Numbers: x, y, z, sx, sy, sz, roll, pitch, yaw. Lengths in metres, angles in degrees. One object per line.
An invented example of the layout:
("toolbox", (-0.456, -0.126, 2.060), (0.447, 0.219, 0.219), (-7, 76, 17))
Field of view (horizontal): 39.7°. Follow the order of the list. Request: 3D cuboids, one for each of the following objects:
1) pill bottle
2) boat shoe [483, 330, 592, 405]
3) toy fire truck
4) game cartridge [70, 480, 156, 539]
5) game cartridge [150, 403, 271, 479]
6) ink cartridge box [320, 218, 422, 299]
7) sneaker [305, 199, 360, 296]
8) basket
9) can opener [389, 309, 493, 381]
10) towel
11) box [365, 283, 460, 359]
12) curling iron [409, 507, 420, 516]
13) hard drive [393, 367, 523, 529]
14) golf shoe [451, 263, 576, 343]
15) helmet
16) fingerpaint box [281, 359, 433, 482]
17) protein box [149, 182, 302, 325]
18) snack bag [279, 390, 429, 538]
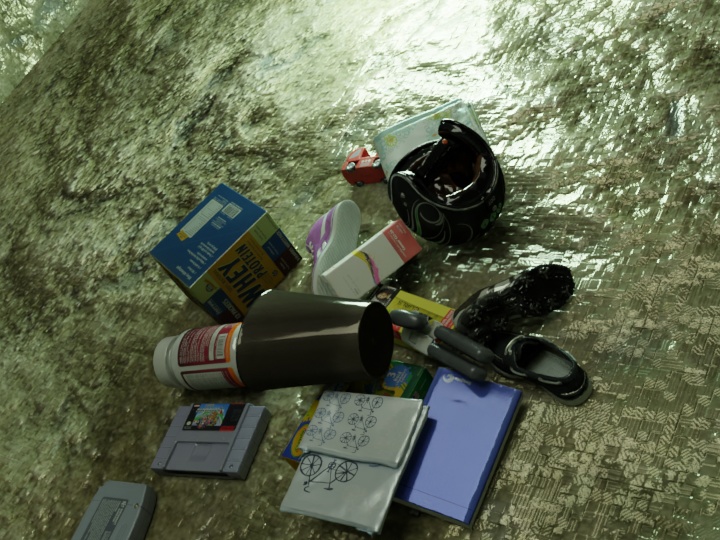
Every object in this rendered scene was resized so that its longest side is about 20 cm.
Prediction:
("pill bottle", (-0.259, 0.152, 1.741), (0.198, 0.110, 0.110), (-8, 46, 32))
("boat shoe", (0.243, 0.122, 1.417), (0.199, 0.060, 0.076), (21, 65, 48))
("toy fire truck", (0.068, -0.236, 1.930), (0.198, 0.049, 0.142), (-3, 49, 37))
("game cartridge", (-0.415, 0.441, 1.629), (0.132, 0.042, 0.201), (0, 51, 32))
("game cartridge", (-0.251, 0.282, 1.666), (0.198, 0.038, 0.131), (-6, 52, 34))
("ink cartridge box", (0.000, 0.000, 1.680), (0.199, 0.068, 0.116), (-37, 3, -5))
("sneaker", (-0.063, -0.022, 1.815), (0.114, 0.072, 0.202), (-24, 41, 48))
("basket", (-0.061, 0.105, 1.503), (0.198, 0.137, 0.181), (-2, 37, 31))
("can opener", (0.108, 0.104, 1.453), (0.199, 0.066, 0.054), (27, 97, 56))
("towel", (0.135, -0.213, 1.811), (0.198, 0.048, 0.173), (-24, 55, 7))
("box", (0.085, 0.083, 1.590), (0.199, 0.050, 0.075), (21, 64, 47))
("curling iron", (0.119, 0.254, 1.407), (0.049, 0.026, 0.201), (12, 59, 42))
("hard drive", (0.130, 0.240, 1.381), (0.131, 0.025, 0.201), (13, 63, 28))
("golf shoe", (0.223, 0.039, 1.490), (0.198, 0.079, 0.094), (-20, 12, -17))
("helmet", (0.142, -0.137, 1.658), (0.197, 0.191, 0.203), (0, 73, -1))
("fingerpaint box", (0.003, 0.228, 1.487), (0.166, 0.074, 0.201), (8, 56, 42))
("protein box", (-0.259, -0.028, 1.904), (0.200, 0.135, 0.198), (-45, 39, -11))
("snack bag", (-0.015, 0.261, 1.394), (0.187, 0.021, 0.201), (2, 55, 37))
